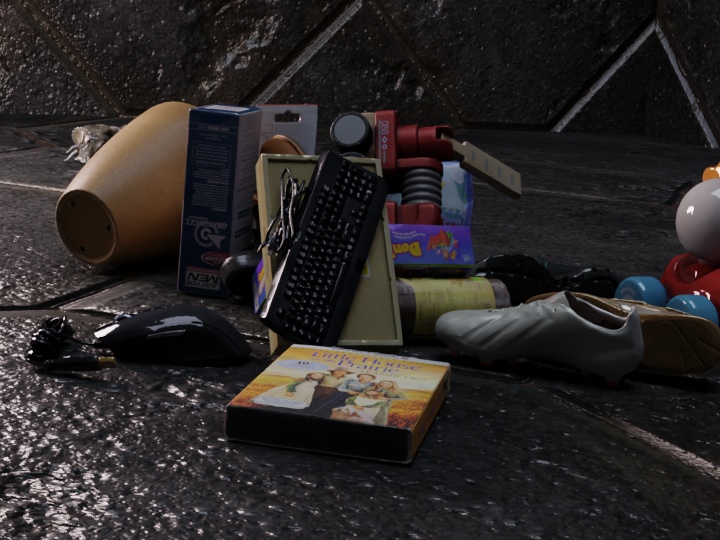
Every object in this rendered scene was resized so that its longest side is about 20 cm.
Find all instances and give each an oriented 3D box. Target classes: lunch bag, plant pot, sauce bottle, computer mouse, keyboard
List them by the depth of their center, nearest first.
[{"bbox_3d":[-0.197,0.057,1.229,0.198,0.046,0.140,5,10,-1],"label":"computer mouse"},{"bbox_3d":[-0.040,-0.028,1.295,0.103,0.201,0.040,22,-30,-8],"label":"keyboard"},{"bbox_3d":[0.051,0.037,1.385,0.198,0.065,0.065,2,11,-22],"label":"sauce bottle"},{"bbox_3d":[-0.262,-0.083,1.651,0.185,0.188,0.200,10,26,26],"label":"plant pot"},{"bbox_3d":[0.049,-0.047,1.677,0.168,0.129,0.200,5,-18,2],"label":"lunch bag"}]

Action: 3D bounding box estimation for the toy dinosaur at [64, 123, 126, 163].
[{"bbox_3d":[-0.495,-0.249,2.608,0.101,0.078,0.200,10,13,-11],"label":"toy dinosaur"}]

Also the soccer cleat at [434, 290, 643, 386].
[{"bbox_3d":[0.167,0.052,1.302,0.198,0.078,0.069,9,24,19],"label":"soccer cleat"}]

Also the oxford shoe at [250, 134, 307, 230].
[{"bbox_3d":[-0.088,-0.084,1.508,0.071,0.072,0.201,0,38,-18],"label":"oxford shoe"}]

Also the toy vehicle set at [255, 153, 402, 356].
[{"bbox_3d":[-0.031,-0.016,1.330,0.123,0.202,0.027,2,-25,-18],"label":"toy vehicle set"}]

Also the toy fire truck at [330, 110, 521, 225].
[{"bbox_3d":[0.075,-0.083,1.531,0.198,0.177,0.129,-4,-23,10],"label":"toy fire truck"}]

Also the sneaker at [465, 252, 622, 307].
[{"bbox_3d":[0.195,0.024,1.543,0.199,0.076,0.079,8,-3,-27],"label":"sneaker"}]

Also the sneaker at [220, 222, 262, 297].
[{"bbox_3d":[-0.099,-0.029,1.545,0.060,0.105,0.199,-40,-24,29],"label":"sneaker"}]

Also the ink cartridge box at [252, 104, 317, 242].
[{"bbox_3d":[-0.110,-0.102,1.674,0.050,0.202,0.109,14,14,40],"label":"ink cartridge box"}]

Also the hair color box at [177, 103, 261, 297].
[{"bbox_3d":[-0.156,-0.080,1.540,0.060,0.202,0.100,7,11,10],"label":"hair color box"}]

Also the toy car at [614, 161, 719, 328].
[{"bbox_3d":[0.393,-0.023,1.479,0.183,0.202,0.177,-1,12,-23],"label":"toy car"}]

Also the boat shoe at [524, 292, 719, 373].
[{"bbox_3d":[0.254,0.064,1.342,0.199,0.074,0.069,11,1,24],"label":"boat shoe"}]

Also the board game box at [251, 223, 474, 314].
[{"bbox_3d":[0.000,0.000,1.427,0.198,0.045,0.135,1,-24,-18],"label":"board game box"}]

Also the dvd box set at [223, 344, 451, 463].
[{"bbox_3d":[-0.011,0.102,1.113,0.145,0.030,0.200,7,12,11],"label":"dvd box set"}]
